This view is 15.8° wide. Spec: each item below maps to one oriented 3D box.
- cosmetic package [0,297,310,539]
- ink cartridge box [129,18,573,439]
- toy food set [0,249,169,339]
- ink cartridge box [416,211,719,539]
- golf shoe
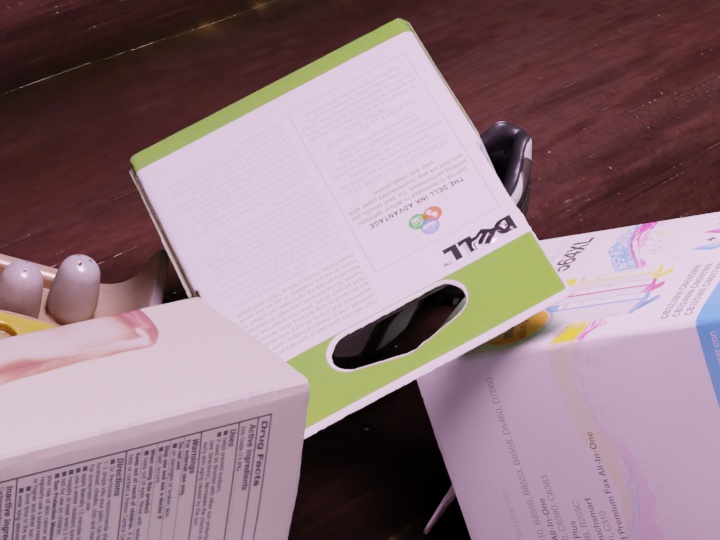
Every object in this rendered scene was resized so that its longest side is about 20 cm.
[{"bbox_3d":[-0.128,0.086,1.021,0.199,0.104,0.087,-11,32,-36],"label":"cosmetic package"},{"bbox_3d":[0.000,0.000,1.154,0.147,0.076,0.200,-27,47,-2],"label":"ink cartridge box"},{"bbox_3d":[-0.188,0.010,1.151,0.199,0.061,0.144,15,34,-8],"label":"toy food set"},{"bbox_3d":[0.125,0.059,1.133,0.199,0.126,0.129,-9,20,29],"label":"ink cartridge box"},{"bbox_3d":[0.015,-0.020,1.272,0.078,0.095,0.200,36,38,20],"label":"golf shoe"}]
